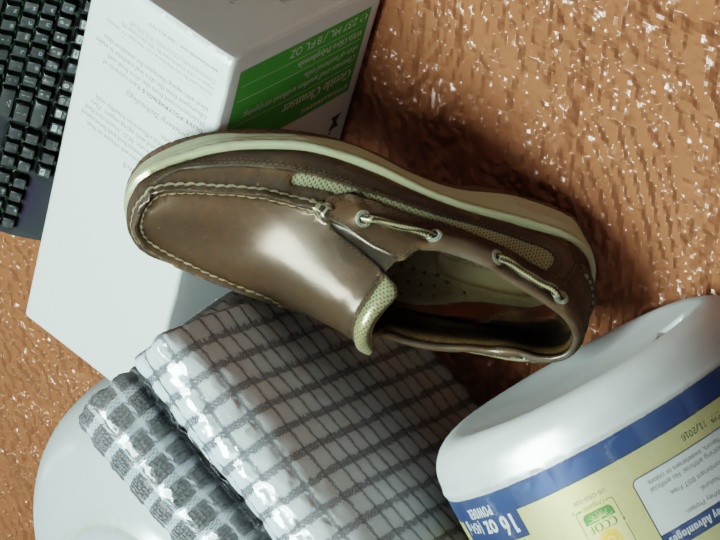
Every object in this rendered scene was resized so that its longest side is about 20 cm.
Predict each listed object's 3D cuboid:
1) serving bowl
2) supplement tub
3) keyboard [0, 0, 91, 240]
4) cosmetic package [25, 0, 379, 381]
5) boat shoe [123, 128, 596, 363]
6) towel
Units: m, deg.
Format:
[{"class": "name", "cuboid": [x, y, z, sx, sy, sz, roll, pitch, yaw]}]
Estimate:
[{"class": "serving bowl", "cuboid": [-0.098, 0.153, 1.328, 0.199, 0.066, 0.201, 20, 125, 32]}, {"class": "supplement tub", "cuboid": [0.134, 0.126, 1.049, 0.144, 0.144, 0.201, -27, 93, 46]}, {"class": "keyboard", "cuboid": [-0.131, -0.095, 1.210, 0.126, 0.021, 0.201, 12, 126, -12]}, {"class": "cosmetic package", "cuboid": [-0.073, -0.051, 1.166, 0.085, 0.107, 0.201, 35, 133, 23]}, {"class": "boat shoe", "cuboid": [0.001, -0.005, 1.072, 0.201, 0.075, 0.075, 8, 128, -6]}, {"class": "towel", "cuboid": [-0.016, 0.088, 1.121, 0.086, 0.200, 0.166, -44, 81, 22]}]
